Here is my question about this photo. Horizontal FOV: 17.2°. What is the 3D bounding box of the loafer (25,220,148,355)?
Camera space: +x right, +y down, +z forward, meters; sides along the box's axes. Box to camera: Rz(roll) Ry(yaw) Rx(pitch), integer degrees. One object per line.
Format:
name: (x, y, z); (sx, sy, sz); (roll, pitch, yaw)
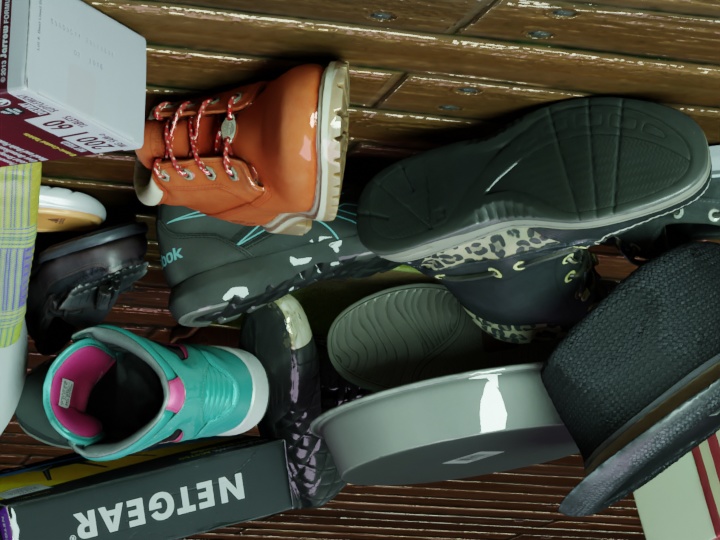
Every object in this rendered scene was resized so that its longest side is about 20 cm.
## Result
loafer: (-0.177, 0.013, 1.529); (0.071, 0.064, 0.200); (-16, 178, -25)

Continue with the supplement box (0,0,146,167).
supplement box: (-0.217, -0.089, 1.166); (0.198, 0.061, 0.109); (-6, 165, 26)

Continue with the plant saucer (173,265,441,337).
plant saucer: (0.000, 0.000, 1.540); (0.198, 0.048, 0.200); (5, 165, -21)

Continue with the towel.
towel: (-0.259, -0.019, 1.374); (0.142, 0.023, 0.201); (1, 141, -10)

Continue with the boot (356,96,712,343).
boot: (0.117, -0.024, 1.326); (0.202, 0.074, 0.154); (-12, 152, 24)

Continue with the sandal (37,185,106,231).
sandal: (-0.256, -0.022, 1.434); (0.205, 0.060, 0.079); (3, 165, -11)

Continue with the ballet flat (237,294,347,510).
ballet flat: (-0.041, 0.081, 1.553); (0.057, 0.066, 0.201); (-30, 142, -20)

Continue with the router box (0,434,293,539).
router box: (-0.164, 0.148, 1.543); (0.199, 0.052, 0.149); (-12, -174, -31)

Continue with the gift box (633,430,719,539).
gift box: (0.300, 0.098, 1.661); (0.199, 0.188, 0.184); (-33, 147, 31)

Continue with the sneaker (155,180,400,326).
sneaker: (-0.027, -0.031, 1.385); (0.199, 0.080, 0.075); (-16, 168, -26)

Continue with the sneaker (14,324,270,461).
sneaker: (-0.170, 0.081, 1.503); (0.199, 0.084, 0.120); (-7, 172, 34)

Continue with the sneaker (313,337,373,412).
sneaker: (-0.011, 0.074, 1.614); (0.104, 0.061, 0.199); (8, 167, -40)

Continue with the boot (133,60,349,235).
boot: (-0.064, -0.064, 1.247); (0.106, 0.076, 0.200); (9, 165, -13)

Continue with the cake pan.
cake pan: (0.069, 0.096, 1.444); (0.198, 0.037, 0.200); (-9, 167, -2)

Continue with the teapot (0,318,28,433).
teapot: (-0.306, 0.081, 1.536); (0.199, 0.147, 0.197); (-12, -147, -28)

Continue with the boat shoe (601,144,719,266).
boat shoe: (0.174, -0.034, 1.379); (0.198, 0.057, 0.068); (-8, 164, 29)

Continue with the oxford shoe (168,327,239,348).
oxford shoe: (-0.111, 0.078, 1.813); (0.071, 0.072, 0.200); (0, 168, -6)

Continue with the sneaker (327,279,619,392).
sneaker: (0.082, 0.056, 1.501); (0.198, 0.076, 0.106); (-2, 163, 6)

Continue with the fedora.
fedora: (0.171, 0.049, 1.326); (0.200, 0.092, 0.201); (-35, 168, -9)
